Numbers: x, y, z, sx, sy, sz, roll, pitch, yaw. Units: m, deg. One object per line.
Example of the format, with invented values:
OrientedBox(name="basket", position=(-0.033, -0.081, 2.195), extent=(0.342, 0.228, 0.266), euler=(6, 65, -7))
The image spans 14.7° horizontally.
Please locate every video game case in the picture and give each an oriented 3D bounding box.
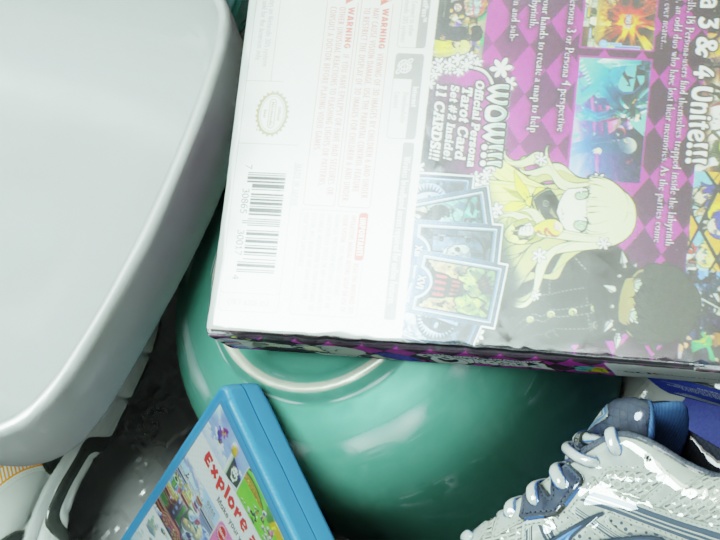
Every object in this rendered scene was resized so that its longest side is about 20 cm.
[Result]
OrientedBox(name="video game case", position=(-0.055, 0.156, 0.998), extent=(0.200, 0.018, 0.144), euler=(-56, 50, 41))
OrientedBox(name="video game case", position=(0.048, -0.067, 0.948), extent=(0.180, 0.036, 0.201), euler=(3, 79, 15))

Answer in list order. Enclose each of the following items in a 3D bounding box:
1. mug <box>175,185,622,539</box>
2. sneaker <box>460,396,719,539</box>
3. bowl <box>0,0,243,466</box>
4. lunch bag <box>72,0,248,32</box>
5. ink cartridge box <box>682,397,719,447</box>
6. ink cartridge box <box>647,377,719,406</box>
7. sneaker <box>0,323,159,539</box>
OrientedBox(name="mug", position=(-0.003, 0.011, 1.033), extent=(0.185, 0.114, 0.152), euler=(35, 89, 31))
OrientedBox(name="sneaker", position=(0.084, 0.083, 0.930), extent=(0.199, 0.077, 0.086), euler=(-8, 94, 19))
OrientedBox(name="bowl", position=(-0.143, -0.022, 1.028), extent=(0.199, 0.075, 0.201), euler=(14, 67, 29))
OrientedBox(name="lunch bag", position=(-0.058, -0.187, 1.099), extent=(0.077, 0.161, 0.201), euler=(15, 56, -5))
OrientedBox(name="ink cartridge box", position=(0.189, 0.083, 0.957), extent=(0.198, 0.047, 0.200), euler=(-49, 61, 3))
OrientedBox(name="ink cartridge box", position=(0.170, -0.046, 0.951), extent=(0.094, 0.044, 0.201), euler=(15, 83, 23))
OrientedBox(name="sneaker", position=(-0.140, 0.053, 1.087), extent=(0.074, 0.080, 0.201), euler=(-3, 65, 55))
